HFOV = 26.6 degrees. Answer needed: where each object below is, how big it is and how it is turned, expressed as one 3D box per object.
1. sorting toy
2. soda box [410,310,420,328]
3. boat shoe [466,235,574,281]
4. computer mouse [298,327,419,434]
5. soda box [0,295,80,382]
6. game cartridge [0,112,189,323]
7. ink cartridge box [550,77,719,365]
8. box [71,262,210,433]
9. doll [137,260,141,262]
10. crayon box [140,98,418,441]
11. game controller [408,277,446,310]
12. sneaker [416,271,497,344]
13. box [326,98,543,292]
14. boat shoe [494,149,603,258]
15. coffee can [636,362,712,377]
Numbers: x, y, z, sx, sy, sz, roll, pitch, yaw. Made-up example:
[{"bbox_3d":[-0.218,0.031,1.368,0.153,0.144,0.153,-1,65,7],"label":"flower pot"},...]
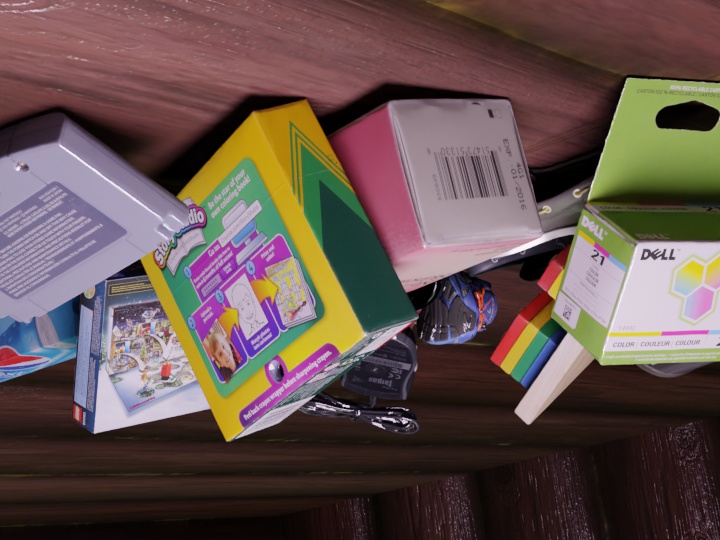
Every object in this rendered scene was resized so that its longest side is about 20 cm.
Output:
[{"bbox_3d":[0.212,0.009,1.347,0.199,0.070,0.200,-39,163,-39],"label":"sorting toy"},{"bbox_3d":[0.015,0.038,1.483,0.063,0.071,0.200,7,153,-7],"label":"soda box"},{"bbox_3d":[0.172,-0.021,1.442,0.199,0.063,0.074,0,163,-34],"label":"boat shoe"},{"bbox_3d":[-0.010,0.085,1.450,0.139,0.046,0.201,9,148,9],"label":"computer mouse"},{"bbox_3d":[-0.317,0.056,1.450,0.199,0.068,0.064,-18,163,36],"label":"soda box"},{"bbox_3d":[-0.233,-0.036,1.075,0.199,0.041,0.133,-26,134,36],"label":"game cartridge"},{"bbox_3d":[0.244,-0.036,1.146,0.147,0.201,0.076,-1,-152,-28],"label":"ink cartridge box"},{"bbox_3d":[-0.158,0.057,1.345,0.199,0.138,0.038,-8,-159,-43],"label":"box"},{"bbox_3d":[-0.186,-0.030,1.223,0.136,0.049,0.200,-17,169,23],"label":"doll"},{"bbox_3d":[-0.067,0.004,1.092,0.058,0.173,0.200,-16,165,-41],"label":"crayon box"},{"bbox_3d":[0.000,0.000,1.332,0.042,0.105,0.199,9,159,-38],"label":"game controller"},{"bbox_3d":[0.095,0.029,1.440,0.078,0.076,0.200,10,-171,-5],"label":"sneaker"},{"bbox_3d":[0.016,-0.043,1.133,0.127,0.110,0.199,-7,168,-41],"label":"box"},{"bbox_3d":[0.150,-0.058,1.284,0.201,0.061,0.072,-12,-152,34],"label":"boat shoe"},{"bbox_3d":[0.358,0.012,1.505,0.145,0.148,0.200,0,164,-31],"label":"coffee can"}]
